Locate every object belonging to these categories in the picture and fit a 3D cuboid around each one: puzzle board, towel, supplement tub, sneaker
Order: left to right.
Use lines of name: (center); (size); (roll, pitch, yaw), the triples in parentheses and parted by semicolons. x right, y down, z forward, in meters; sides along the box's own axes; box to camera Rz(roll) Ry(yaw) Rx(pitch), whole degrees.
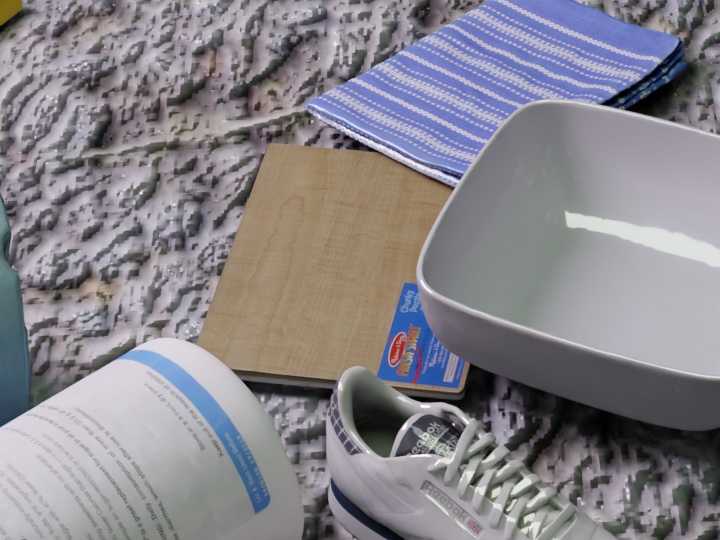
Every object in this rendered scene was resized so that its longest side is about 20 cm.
supplement tub: (-0.138, 0.131, 1.250); (0.200, 0.132, 0.132); (-30, 46, -30)
puzzle board: (0.000, 0.000, 1.488); (0.150, 0.017, 0.200); (6, 41, 10)
sneaker: (0.060, 0.119, 1.290); (0.200, 0.081, 0.076); (26, 46, 29)
towel: (0.085, -0.116, 1.602); (0.145, 0.024, 0.200); (27, 44, 35)

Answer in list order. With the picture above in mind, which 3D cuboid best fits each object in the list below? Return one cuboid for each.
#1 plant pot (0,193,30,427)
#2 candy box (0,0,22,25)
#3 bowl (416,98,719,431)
plant pot: (-0.275, 0.035, 1.343); (0.196, 0.201, 0.200); (-6, 39, -15)
candy box: (-0.315, -0.138, 1.672); (0.102, 0.026, 0.200); (17, 44, 28)
bowl: (0.144, 0.004, 1.418); (0.200, 0.075, 0.200); (16, 43, 17)
